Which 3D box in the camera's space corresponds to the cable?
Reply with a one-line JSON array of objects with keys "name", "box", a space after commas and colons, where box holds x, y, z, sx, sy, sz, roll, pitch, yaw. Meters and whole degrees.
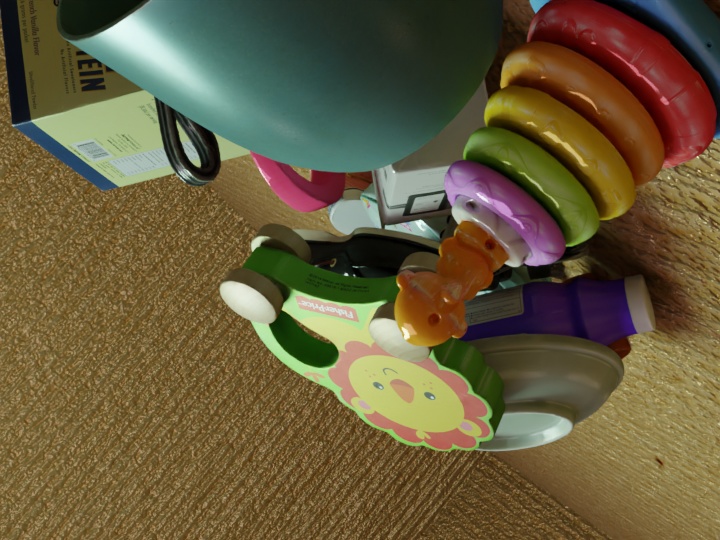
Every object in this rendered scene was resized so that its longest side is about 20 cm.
[{"name": "cable", "box": [-0.156, -0.172, 0.795, 0.097, 0.050, 0.201, 7, -115, -50]}]

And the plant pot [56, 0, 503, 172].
[{"name": "plant pot", "box": [-0.023, -0.145, 0.486, 0.161, 0.201, 0.200, 37, 176, -34]}]

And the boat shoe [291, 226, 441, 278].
[{"name": "boat shoe", "box": [0.002, 0.001, 0.782, 0.073, 0.063, 0.201, 23, 166, -35]}]

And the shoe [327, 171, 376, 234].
[{"name": "shoe", "box": [0.050, -0.065, 1.109, 0.199, 0.072, 0.091, 22, -141, -26]}]

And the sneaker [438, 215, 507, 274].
[{"name": "sneaker", "box": [0.100, -0.040, 0.766, 0.080, 0.074, 0.200, 50, 138, -1]}]

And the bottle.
[{"name": "bottle", "box": [0.145, 0.048, 0.825, 0.084, 0.199, 0.066, 45, -143, -51]}]

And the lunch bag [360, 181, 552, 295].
[{"name": "lunch bag", "box": [0.104, -0.026, 0.987, 0.200, 0.077, 0.160, 44, 171, -25]}]

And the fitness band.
[{"name": "fitness band", "box": [-0.061, -0.148, 0.834, 0.144, 0.037, 0.201, 31, -136, -60]}]

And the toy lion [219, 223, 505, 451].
[{"name": "toy lion", "box": [0.011, 0.065, 0.742, 0.199, 0.069, 0.192, 12, 142, 25]}]

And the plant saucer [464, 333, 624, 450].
[{"name": "plant saucer", "box": [0.126, 0.114, 0.824, 0.200, 0.199, 0.051, 52, -150, -59]}]

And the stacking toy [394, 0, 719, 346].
[{"name": "stacking toy", "box": [0.085, -0.043, 0.472, 0.116, 0.200, 0.110, 42, 173, -19]}]

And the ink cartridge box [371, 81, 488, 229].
[{"name": "ink cartridge box", "box": [0.040, -0.102, 0.677, 0.200, 0.067, 0.117, 98, 164, -82]}]

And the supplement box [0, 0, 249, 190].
[{"name": "supplement box", "box": [-0.210, -0.191, 0.957, 0.200, 0.198, 0.135, 53, -155, -74]}]

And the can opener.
[{"name": "can opener", "box": [0.110, -0.012, 0.866, 0.199, 0.053, 0.067, -13, 96, 38]}]

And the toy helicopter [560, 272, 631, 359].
[{"name": "toy helicopter", "box": [0.206, 0.079, 0.951, 0.200, 0.132, 0.079, 20, -136, -59]}]
